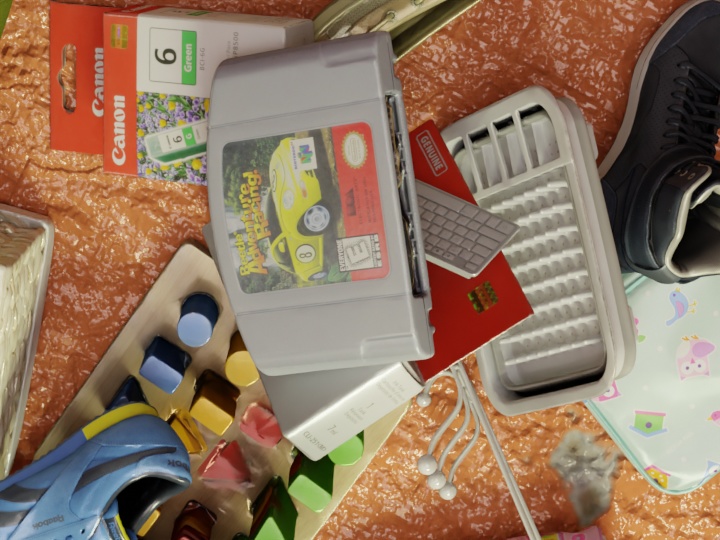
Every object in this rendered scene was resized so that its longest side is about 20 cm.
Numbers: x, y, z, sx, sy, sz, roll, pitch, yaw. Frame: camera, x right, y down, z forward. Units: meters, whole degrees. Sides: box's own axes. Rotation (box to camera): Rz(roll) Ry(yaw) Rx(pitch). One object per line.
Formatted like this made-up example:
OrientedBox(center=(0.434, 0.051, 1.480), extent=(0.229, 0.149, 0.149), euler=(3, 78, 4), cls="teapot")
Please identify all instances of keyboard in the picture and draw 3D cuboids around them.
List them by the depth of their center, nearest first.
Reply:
OrientedBox(center=(0.008, -0.049, 1.398), extent=(0.199, 0.056, 0.011), euler=(25, 146, 26), cls="keyboard")

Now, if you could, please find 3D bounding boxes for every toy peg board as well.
OrientedBox(center=(-0.098, 0.121, 1.465), extent=(0.198, 0.098, 0.201), euler=(35, 102, -8), cls="toy peg board")

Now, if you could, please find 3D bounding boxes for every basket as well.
OrientedBox(center=(-0.295, 0.057, 1.436), extent=(0.134, 0.123, 0.202), euler=(11, 105, -2), cls="basket")

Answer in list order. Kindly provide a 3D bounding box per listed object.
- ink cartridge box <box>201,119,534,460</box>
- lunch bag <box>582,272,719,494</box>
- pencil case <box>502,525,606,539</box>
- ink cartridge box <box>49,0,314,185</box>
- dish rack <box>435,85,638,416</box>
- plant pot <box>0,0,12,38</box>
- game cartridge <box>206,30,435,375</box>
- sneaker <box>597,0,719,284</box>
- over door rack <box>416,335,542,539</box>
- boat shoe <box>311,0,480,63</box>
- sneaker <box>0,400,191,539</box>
OrientedBox(center=(0.000, 0.000, 1.388), extent=(0.173, 0.201, 0.044), euler=(-34, 138, 10), cls="ink cartridge box")
OrientedBox(center=(0.240, 0.039, 1.453), extent=(0.200, 0.077, 0.161), euler=(-39, 97, 8), cls="lunch bag")
OrientedBox(center=(0.087, 0.241, 1.505), extent=(0.198, 0.087, 0.088), euler=(-14, 104, 5), cls="pencil case")
OrientedBox(center=(-0.130, -0.117, 1.394), extent=(0.198, 0.050, 0.110), euler=(8, 105, 22), cls="ink cartridge box")
OrientedBox(center=(0.119, -0.012, 1.391), extent=(0.043, 0.171, 0.202), euler=(-9, 84, -28), cls="dish rack")
OrientedBox(center=(-0.321, -0.148, 1.362), extent=(0.199, 0.201, 0.194), euler=(13, 115, -3), cls="plant pot")
OrientedBox(center=(-0.029, -0.038, 1.308), extent=(0.132, 0.041, 0.202), euler=(-8, 91, 29), cls="game cartridge")
OrientedBox(center=(0.223, -0.083, 1.368), extent=(0.077, 0.146, 0.204), euler=(28, 84, -24), cls="sneaker")
OrientedBox(center=(0.088, 0.146, 1.407), extent=(0.066, 0.148, 0.201), euler=(-35, 75, 0), cls="over door rack")
OrientedBox(center=(0.017, -0.155, 1.401), extent=(0.200, 0.073, 0.063), euler=(-42, 73, 4), cls="boat shoe")
OrientedBox(center=(-0.200, 0.170, 1.395), extent=(0.199, 0.079, 0.066), euler=(-35, 140, -1), cls="sneaker")
